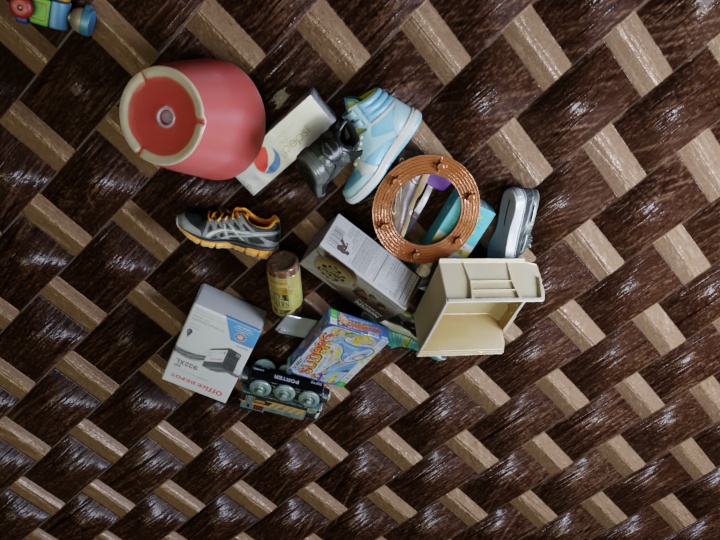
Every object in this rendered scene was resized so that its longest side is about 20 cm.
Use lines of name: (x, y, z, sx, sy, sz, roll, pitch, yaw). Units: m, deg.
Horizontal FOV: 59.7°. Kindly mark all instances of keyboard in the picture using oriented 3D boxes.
keyboard: (-0.071, 0.123, 1.265, 0.198, 0.011, 0.056, 15, 131, -28)

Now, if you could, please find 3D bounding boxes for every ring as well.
ring: (0.119, -0.105, 1.113, 0.197, 0.019, 0.203, -3, 113, -7)

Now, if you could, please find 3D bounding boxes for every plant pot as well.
plant pot: (-0.269, -0.240, 0.992, 0.198, 0.177, 0.203, 3, 101, 12)

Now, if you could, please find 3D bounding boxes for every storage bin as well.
storage bin: (0.216, 0.072, 1.175, 0.196, 0.095, 0.201, 0, 145, -12)

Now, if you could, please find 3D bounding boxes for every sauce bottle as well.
sauce bottle: (-0.142, 0.053, 1.219, 0.065, 0.066, 0.202, -2, 133, 1)

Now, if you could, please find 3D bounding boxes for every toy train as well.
toy train: (-0.167, 0.261, 1.341, 0.197, 0.086, 0.115, 15, 129, -10)
toy train: (-0.460, -0.471, 0.963, 0.114, 0.085, 0.202, 13, 117, -18)

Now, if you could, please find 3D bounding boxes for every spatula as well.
spatula: (0.112, -0.124, 1.172, 0.056, 0.021, 0.201, 26, 115, -15)

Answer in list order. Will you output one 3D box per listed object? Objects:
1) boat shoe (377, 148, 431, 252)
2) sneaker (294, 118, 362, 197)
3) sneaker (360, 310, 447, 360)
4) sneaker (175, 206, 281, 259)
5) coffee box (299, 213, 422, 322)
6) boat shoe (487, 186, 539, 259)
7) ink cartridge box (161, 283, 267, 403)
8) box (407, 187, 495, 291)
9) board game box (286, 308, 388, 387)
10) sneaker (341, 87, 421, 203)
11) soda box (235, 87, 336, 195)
boat shoe: (0.063, -0.123, 1.146, 0.069, 0.071, 0.202, 15, 108, -16)
sneaker: (-0.052, -0.187, 1.061, 0.114, 0.199, 0.077, -37, 91, -8)
sneaker: (0.091, 0.127, 1.284, 0.198, 0.078, 0.080, 30, 131, -8)
sneaker: (-0.240, -0.084, 1.165, 0.197, 0.079, 0.078, 11, 118, -18)
coffee box: (0.000, 0.000, 1.167, 0.199, 0.080, 0.113, 37, 152, -12)
boat shoe: (0.291, -0.061, 1.176, 0.070, 0.072, 0.202, -4, 127, -17)
ink cartridge box: (-0.298, 0.151, 1.277, 0.144, 0.084, 0.201, 24, 115, -12)
box: (0.166, -0.051, 1.194, 0.082, 0.049, 0.201, 24, 114, -12)
board game box: (-0.049, 0.161, 1.263, 0.134, 0.035, 0.200, 19, 136, -21)
sneaker: (0.000, -0.225, 1.089, 0.130, 0.080, 0.201, 32, 103, -18)
soda box: (-0.136, -0.224, 1.096, 0.199, 0.064, 0.068, -37, 112, 18)
